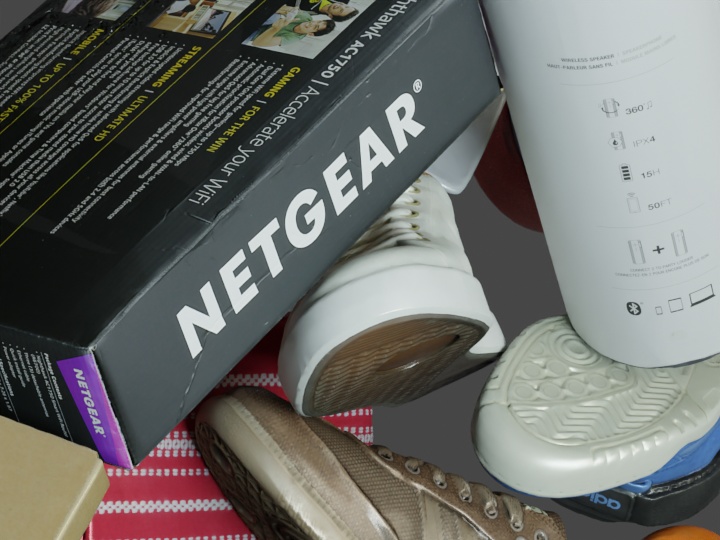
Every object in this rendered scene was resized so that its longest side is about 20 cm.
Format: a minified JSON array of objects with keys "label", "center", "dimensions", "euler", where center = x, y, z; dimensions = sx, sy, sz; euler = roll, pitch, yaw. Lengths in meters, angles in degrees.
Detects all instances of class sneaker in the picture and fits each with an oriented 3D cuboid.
[{"label":"sneaker","center":[0.028,0.099,1.037],"dimensions":[0.076,0.070,0.200],"euler":[-47,107,-16]},{"label":"sneaker","center":[0.000,0.000,1.002],"dimensions":[0.200,0.073,0.085],"euler":[36,30,-83]},{"label":"sneaker","center":[0.094,0.063,1.119],"dimensions":[0.200,0.077,0.111],"euler":[-37,154,-52]}]

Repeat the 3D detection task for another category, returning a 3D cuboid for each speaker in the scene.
[{"label":"speaker","center":[0.089,-0.060,1.000],"dimensions":[0.081,0.081,0.200],"euler":[-55,144,-30]}]

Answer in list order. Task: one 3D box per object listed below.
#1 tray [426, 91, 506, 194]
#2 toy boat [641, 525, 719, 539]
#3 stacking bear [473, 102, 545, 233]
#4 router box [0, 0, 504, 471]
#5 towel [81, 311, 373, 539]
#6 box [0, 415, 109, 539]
[{"label":"tray","center":[0.025,-0.134,1.113],"dimensions":[0.107,0.022,0.200],"euler":[29,67,-14]},{"label":"toy boat","center":[0.143,0.157,1.136],"dimensions":[0.130,0.200,0.131],"euler":[-25,74,-15]},{"label":"stacking bear","center":[0.141,-0.072,1.113],"dimensions":[0.121,0.200,0.114],"euler":[28,70,-39]},{"label":"router box","center":[-0.072,-0.031,0.946],"dimensions":[0.200,0.149,0.051],"euler":[-46,133,-34]},{"label":"towel","center":[-0.050,0.111,1.051],"dimensions":[0.144,0.022,0.201],"euler":[1,89,-45]},{"label":"box","center":[-0.187,0.112,0.841],"dimensions":[0.200,0.163,0.021],"euler":[-62,159,-25]}]
